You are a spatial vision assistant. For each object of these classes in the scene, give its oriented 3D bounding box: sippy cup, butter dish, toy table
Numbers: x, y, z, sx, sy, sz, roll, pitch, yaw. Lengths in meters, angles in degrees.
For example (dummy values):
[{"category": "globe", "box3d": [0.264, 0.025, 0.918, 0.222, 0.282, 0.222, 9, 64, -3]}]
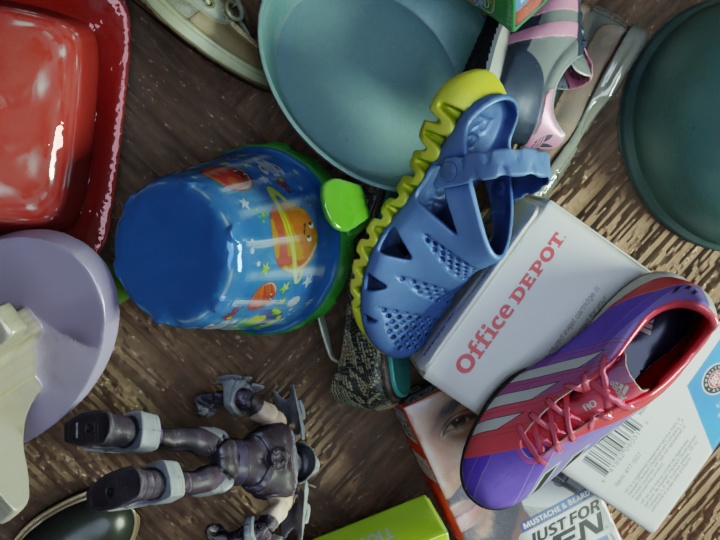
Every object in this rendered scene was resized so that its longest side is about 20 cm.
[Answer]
[{"category": "sippy cup", "box3d": [-0.092, -0.017, 0.922, 0.140, 0.130, 0.178, 41, 111, 17]}, {"category": "butter dish", "box3d": [-0.255, -0.104, 0.903, 0.200, 0.148, 0.200, 6, 94, -11]}, {"category": "toy table", "box3d": [-0.254, 0.065, 0.885, 0.184, 0.117, 0.200, 41, 116, 3]}]

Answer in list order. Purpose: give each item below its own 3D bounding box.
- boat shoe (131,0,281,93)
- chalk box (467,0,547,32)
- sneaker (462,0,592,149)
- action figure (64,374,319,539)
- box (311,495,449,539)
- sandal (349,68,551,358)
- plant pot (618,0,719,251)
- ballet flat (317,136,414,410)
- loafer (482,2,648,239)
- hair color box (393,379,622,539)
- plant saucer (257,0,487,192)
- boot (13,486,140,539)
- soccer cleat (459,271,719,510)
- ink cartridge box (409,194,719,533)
[{"category": "boat shoe", "box3d": [-0.127, -0.202, 0.960, 0.201, 0.073, 0.063, 39, 91, -3]}, {"category": "chalk box", "box3d": [0.101, -0.258, 0.919, 0.200, 0.124, 0.125, 41, 72, 21]}, {"category": "sneaker", "box3d": [0.134, -0.172, 0.990, 0.082, 0.070, 0.200, 28, 68, -9]}, {"category": "action figure", "box3d": [-0.102, 0.133, 0.966, 0.200, 0.069, 0.130, 11, 57, -44]}, {"category": "box", "box3d": [-0.027, 0.251, 0.999, 0.200, 0.048, 0.122, -20, 127, -9]}, {"category": "sandal", "box3d": [0.060, -0.027, 0.900, 0.079, 0.087, 0.200, 1, 118, -47]}, {"category": "plant pot", "box3d": [0.309, -0.109, 1.014, 0.200, 0.134, 0.200, -1, 95, -11]}, {"category": "ballet flat", "box3d": [0.000, 0.000, 0.998, 0.075, 0.068, 0.200, 0, 83, 22]}, {"category": "loafer", "box3d": [0.137, -0.108, 1.023, 0.063, 0.072, 0.200, 33, 81, 7]}, {"category": "hair color box", "box3d": [0.114, 0.163, 1.033, 0.111, 0.064, 0.200, -26, 97, -7]}, {"category": "plant saucer", "box3d": [0.013, -0.140, 0.974, 0.200, 0.036, 0.200, 11, 65, -25]}, {"category": "boot", "box3d": [-0.230, 0.238, 0.937, 0.200, 0.138, 0.077, -44, 100, -6]}, {"category": "soccer cleat", "box3d": [0.143, 0.079, 0.876, 0.200, 0.073, 0.068, -42, 100, 1]}, {"category": "ink cartridge box", "box3d": [0.155, 0.061, 0.955, 0.200, 0.084, 0.146, 35, 93, -9]}]
